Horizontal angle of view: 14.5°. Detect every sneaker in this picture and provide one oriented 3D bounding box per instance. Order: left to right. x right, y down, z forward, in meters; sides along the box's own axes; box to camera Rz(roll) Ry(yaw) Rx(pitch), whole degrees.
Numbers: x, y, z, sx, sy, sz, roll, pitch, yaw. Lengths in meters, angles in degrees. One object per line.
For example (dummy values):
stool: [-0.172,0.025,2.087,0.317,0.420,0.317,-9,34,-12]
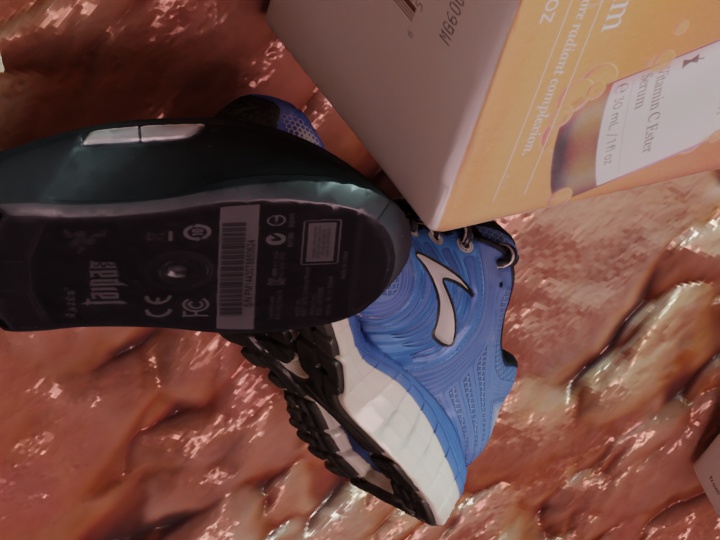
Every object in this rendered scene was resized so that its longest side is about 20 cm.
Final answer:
sneaker: [0.000,0.000,0.952,0.089,0.078,0.200,-54,144,-18]

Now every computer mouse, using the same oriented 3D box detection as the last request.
computer mouse: [-0.086,-0.033,0.811,0.199,0.046,0.141,-5,144,-1]

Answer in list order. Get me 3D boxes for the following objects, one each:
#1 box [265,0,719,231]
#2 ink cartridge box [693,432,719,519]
box: [0.094,-0.116,0.857,0.199,0.106,0.153,-13,139,-32]
ink cartridge box: [0.251,0.047,1.185,0.146,0.084,0.200,-16,153,-30]
